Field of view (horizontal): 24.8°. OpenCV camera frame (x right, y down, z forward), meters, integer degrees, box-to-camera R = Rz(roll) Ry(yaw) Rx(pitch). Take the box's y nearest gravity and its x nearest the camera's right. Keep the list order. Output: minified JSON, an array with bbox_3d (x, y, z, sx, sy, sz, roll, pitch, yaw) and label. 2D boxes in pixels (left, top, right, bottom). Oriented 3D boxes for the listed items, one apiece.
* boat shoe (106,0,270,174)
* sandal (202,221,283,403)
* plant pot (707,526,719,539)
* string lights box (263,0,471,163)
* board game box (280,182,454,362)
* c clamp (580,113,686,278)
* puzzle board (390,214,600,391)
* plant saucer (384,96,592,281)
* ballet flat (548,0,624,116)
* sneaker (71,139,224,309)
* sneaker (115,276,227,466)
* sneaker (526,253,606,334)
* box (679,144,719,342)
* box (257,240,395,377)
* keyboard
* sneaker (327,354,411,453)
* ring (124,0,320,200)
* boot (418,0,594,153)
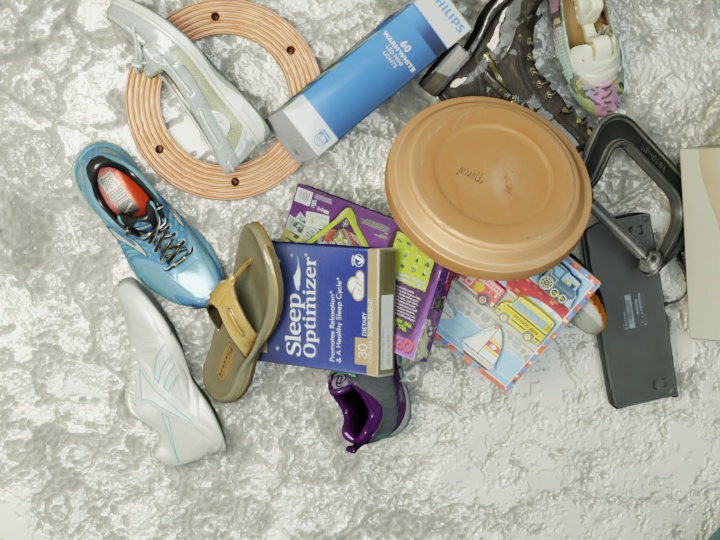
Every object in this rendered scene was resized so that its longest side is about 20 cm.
[{"bbox_3d":[-0.175,-0.184,1.590,0.065,0.074,0.202,-46,106,-7],"label":"boat shoe"},{"bbox_3d":[-0.125,0.047,1.601,0.054,0.080,0.201,-4,127,-37],"label":"sandal"},{"bbox_3d":[0.433,0.358,1.688,0.200,0.196,0.196,45,88,-1],"label":"plant pot"},{"bbox_3d":[0.006,-0.191,1.605,0.200,0.103,0.059,-41,99,-12],"label":"string lights box"},{"bbox_3d":[0.000,0.000,1.597,0.032,0.199,0.121,14,97,-53],"label":"board game box"},{"bbox_3d":[0.263,-0.063,1.649,0.200,0.027,0.172,33,67,-33],"label":"c clamp"},{"bbox_3d":[0.110,0.007,1.600,0.200,0.017,0.151,38,109,-2],"label":"puzzle board"},{"bbox_3d":[0.123,-0.083,1.546,0.199,0.032,0.201,5,58,-7],"label":"plant saucer"},{"bbox_3d":[0.229,-0.254,1.659,0.069,0.071,0.201,-17,97,-14],"label":"ballet flat"},{"bbox_3d":[-0.211,-0.038,1.605,0.078,0.090,0.200,-43,102,-3],"label":"sneaker"},{"bbox_3d":[-0.205,0.104,1.629,0.080,0.070,0.201,-24,98,-3],"label":"sneaker"},{"bbox_3d":[0.157,0.003,1.638,0.200,0.076,0.092,43,110,-3],"label":"sneaker"},{"bbox_3d":[0.391,-0.030,1.686,0.095,0.078,0.201,-9,97,-32],"label":"box"},{"bbox_3d":[-0.052,0.033,1.596,0.032,0.199,0.122,-5,97,-49],"label":"box"},{"bbox_3d":[0.305,0.038,1.723,0.126,0.021,0.201,-10,97,-6],"label":"keyboard"},{"bbox_3d":[-0.002,0.079,1.637,0.074,0.087,0.201,-9,98,34],"label":"sneaker"},{"bbox_3d":[-0.136,-0.171,1.641,0.199,0.019,0.202,-1,95,-9],"label":"ring"},{"bbox_3d":[0.174,-0.188,1.639,0.174,0.069,0.200,43,97,-6],"label":"boot"}]
